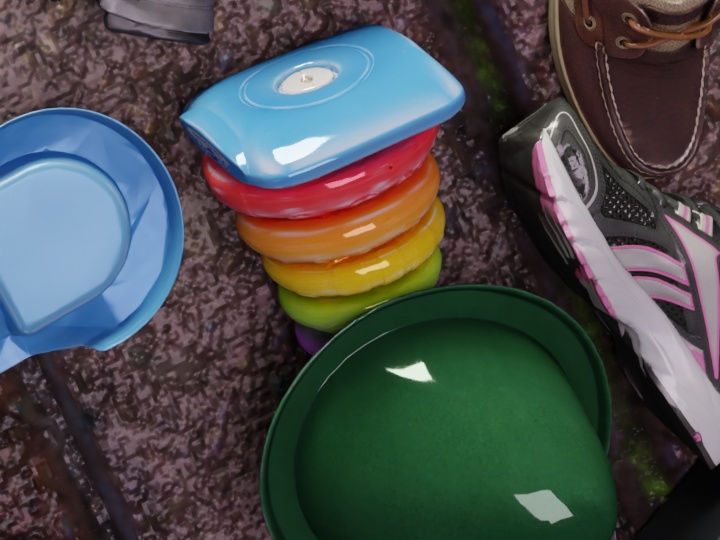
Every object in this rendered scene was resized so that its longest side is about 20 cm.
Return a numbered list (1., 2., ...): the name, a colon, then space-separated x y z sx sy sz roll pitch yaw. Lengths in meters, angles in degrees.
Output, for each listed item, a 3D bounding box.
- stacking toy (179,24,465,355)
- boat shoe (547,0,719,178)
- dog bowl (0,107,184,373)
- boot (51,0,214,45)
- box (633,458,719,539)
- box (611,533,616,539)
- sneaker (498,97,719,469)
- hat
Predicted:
1. stacking toy: 0.000 0.000 1.339 0.110 0.116 0.200 -24 119 -15
2. boat shoe: 0.129 -0.128 1.345 0.072 0.072 0.200 -13 114 -14
3. dog bowl: -0.175 0.003 1.306 0.200 0.050 0.112 -30 106 -8
4. boot: -0.054 -0.160 1.308 0.200 0.070 0.132 16 98 -6
5. box: 0.256 0.145 1.437 0.200 0.079 0.141 39 85 -18
6. box: 0.060 0.183 1.408 0.136 0.038 0.200 -12 103 -13
7. sneaker: 0.140 -0.008 1.381 0.086 0.080 0.200 -38 120 -6
8. hat: 0.079 0.115 1.272 0.200 0.176 0.166 1 113 -25
